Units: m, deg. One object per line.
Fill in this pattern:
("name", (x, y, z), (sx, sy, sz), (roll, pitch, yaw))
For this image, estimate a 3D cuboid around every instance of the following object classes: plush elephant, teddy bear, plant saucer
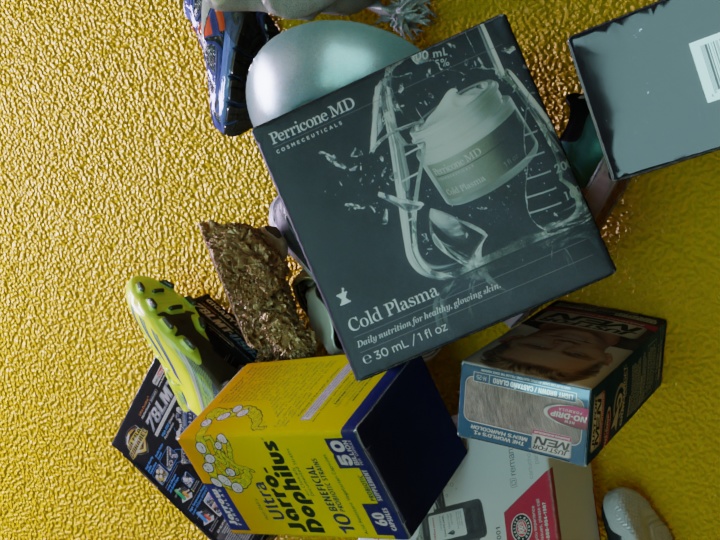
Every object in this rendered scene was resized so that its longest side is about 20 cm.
("plush elephant", (-0.015, -0.281, 0.932), (0.199, 0.165, 0.155), (23, 143, 0))
("teddy bear", (-0.086, 0.025, 1.062), (0.145, 0.067, 0.200), (-126, 15, -53))
("plant saucer", (-0.008, -0.115, 0.982), (0.200, 0.039, 0.201), (12, 139, 10))

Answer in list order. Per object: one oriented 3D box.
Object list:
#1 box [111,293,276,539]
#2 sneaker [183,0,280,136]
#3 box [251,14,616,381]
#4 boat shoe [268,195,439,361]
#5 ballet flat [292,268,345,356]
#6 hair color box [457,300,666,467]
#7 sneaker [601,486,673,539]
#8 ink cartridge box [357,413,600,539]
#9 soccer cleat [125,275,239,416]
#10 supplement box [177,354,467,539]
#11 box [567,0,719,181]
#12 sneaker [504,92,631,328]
("box", (-0.136, 0.161, 1.176), (0.198, 0.050, 0.200), (39, 116, 19))
("sneaker", (-0.120, -0.223, 1.070), (0.078, 0.075, 0.201), (4, 96, 38))
("box", (0.056, -0.049, 0.864), (0.199, 0.124, 0.197), (-24, 86, 8))
("boat shoe", (0.000, 0.000, 1.026), (0.200, 0.070, 0.066), (49, 163, 3))
("ballet flat", (-0.005, 0.082, 1.074), (0.069, 0.063, 0.200), (-33, 85, 32))
("hair color box", (0.160, 0.079, 0.899), (0.100, 0.200, 0.061), (10, 107, 27))
("sneaker", (0.218, 0.287, 0.989), (0.114, 0.075, 0.201), (-21, 91, 32))
("ink cartridge box", (0.094, 0.204, 1.001), (0.200, 0.083, 0.146), (-22, 57, 32))
("soccer cleat", (-0.166, 0.091, 1.115), (0.200, 0.065, 0.084), (48, 120, 12))
("supplement box", (-0.033, 0.146, 0.978), (0.199, 0.110, 0.109), (-9, 116, 40))
("box", (0.271, -0.148, 0.792), (0.199, 0.182, 0.104), (-17, 93, 31))
("sneaker", (0.154, -0.050, 0.951), (0.080, 0.071, 0.200), (36, 109, 18))
